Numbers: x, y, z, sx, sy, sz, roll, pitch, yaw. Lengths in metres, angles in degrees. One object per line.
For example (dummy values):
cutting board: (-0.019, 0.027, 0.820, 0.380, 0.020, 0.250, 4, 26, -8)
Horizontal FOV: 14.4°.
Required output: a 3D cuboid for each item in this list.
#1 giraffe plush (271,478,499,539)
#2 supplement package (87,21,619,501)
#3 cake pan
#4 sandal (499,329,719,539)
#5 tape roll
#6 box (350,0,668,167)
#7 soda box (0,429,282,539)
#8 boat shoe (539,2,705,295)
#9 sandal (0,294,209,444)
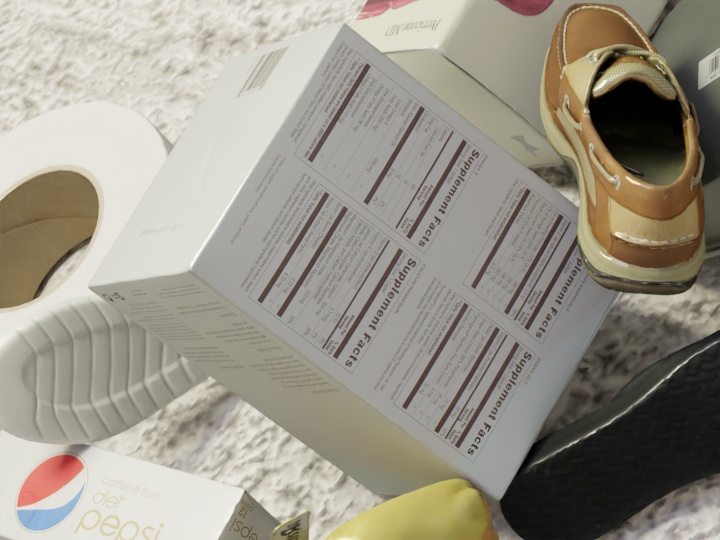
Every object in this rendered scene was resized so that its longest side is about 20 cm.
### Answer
giraffe plush: (0.010, 0.205, 1.364, 0.172, 0.200, 0.163, -27, 76, 7)
supplement package: (0.000, 0.000, 1.450, 0.151, 0.200, 0.152, -59, 19, -16)
cake pan: (0.201, -0.097, 1.482, 0.200, 0.037, 0.201, -39, 29, 26)
sandal: (0.156, 0.069, 1.406, 0.200, 0.075, 0.048, -26, 27, 18)
tape roll: (-0.179, 0.000, 1.716, 0.202, 0.071, 0.203, -20, 48, 23)
box: (0.096, -0.167, 1.583, 0.200, 0.109, 0.128, -59, 24, -16)
soda box: (-0.131, 0.143, 1.570, 0.199, 0.064, 0.068, 11, 65, 43)
boat shoe: (0.136, -0.074, 1.409, 0.075, 0.074, 0.200, -2, 41, -8)
sandal: (-0.130, 0.042, 1.605, 0.202, 0.083, 0.050, -20, 16, -29)
